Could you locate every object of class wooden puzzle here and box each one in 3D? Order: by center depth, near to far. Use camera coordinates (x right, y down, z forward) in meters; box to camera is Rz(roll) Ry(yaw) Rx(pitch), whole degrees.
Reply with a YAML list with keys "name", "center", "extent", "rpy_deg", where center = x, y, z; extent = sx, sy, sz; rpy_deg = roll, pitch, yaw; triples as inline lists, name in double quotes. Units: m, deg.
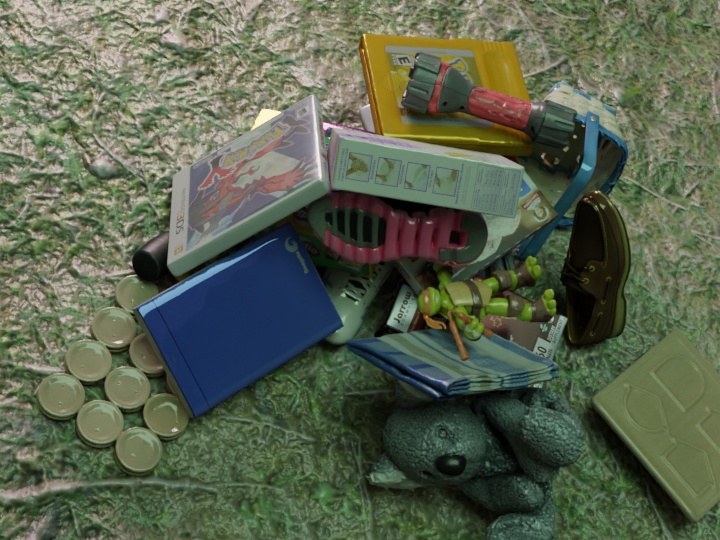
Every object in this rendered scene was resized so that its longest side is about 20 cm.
- name: "wooden puzzle"
  center: [0.386, 0.188, 1.616]
  extent: [0.199, 0.046, 0.186]
  rpy_deg: [-31, 76, -37]

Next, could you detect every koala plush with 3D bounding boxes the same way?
- name: "koala plush"
  center: [0.113, 0.190, 1.439]
  extent: [0.198, 0.179, 0.184]
  rpy_deg: [11, 20, -8]

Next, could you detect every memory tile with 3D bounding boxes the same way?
- name: "memory tile"
  center: [-0.238, 0.110, 1.436]
  extent: [0.153, 0.017, 0.200]
  rpy_deg: [33, 54, 0]

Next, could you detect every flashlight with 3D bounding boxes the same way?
- name: "flashlight"
  center: [0.149, -0.192, 1.539]
  extent: [0.199, 0.068, 0.068]
  rpy_deg: [17, 50, -1]

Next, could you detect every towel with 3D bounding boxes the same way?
- name: "towel"
  center: [0.100, 0.091, 1.411]
  extent: [0.146, 0.024, 0.199]
  rpy_deg: [26, 20, 40]

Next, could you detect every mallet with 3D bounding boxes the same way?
- name: "mallet"
  center: [-0.162, 0.030, 1.495]
  extent: [0.200, 0.041, 0.066]
  rpy_deg: [37, 36, -2]

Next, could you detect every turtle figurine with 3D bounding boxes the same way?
- name: "turtle figurine"
  center: [0.128, 0.037, 1.459]
  extent: [0.160, 0.065, 0.200]
  rpy_deg: [-4, 36, -18]

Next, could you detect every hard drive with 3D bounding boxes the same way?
- name: "hard drive"
  center: [-0.129, 0.051, 1.445]
  extent: [0.199, 0.025, 0.133]
  rpy_deg: [-31, 98, -24]

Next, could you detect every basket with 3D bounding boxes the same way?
- name: "basket"
  center: [0.251, -0.126, 1.666]
  extent: [0.138, 0.177, 0.201]
  rpy_deg: [28, 45, -5]

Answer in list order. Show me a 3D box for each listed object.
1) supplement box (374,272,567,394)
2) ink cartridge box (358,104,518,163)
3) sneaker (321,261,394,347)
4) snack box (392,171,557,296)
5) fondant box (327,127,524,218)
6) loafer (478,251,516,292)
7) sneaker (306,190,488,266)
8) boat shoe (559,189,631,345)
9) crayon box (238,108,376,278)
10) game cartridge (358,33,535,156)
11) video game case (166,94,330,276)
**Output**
- name: "supplement box"
  center: [0.129, 0.066, 1.561]
  extent: [0.199, 0.061, 0.109]
  rpy_deg: [25, 71, -5]
- name: "ink cartridge box"
  center: [0.102, -0.147, 1.639]
  extent: [0.161, 0.050, 0.201]
  rpy_deg: [-23, 55, 1]
- name: "sneaker"
  center: [0.000, 0.000, 1.558]
  extent: [0.072, 0.073, 0.201]
  rpy_deg: [30, 56, -4]
- name: "snack box"
  center: [0.134, -0.039, 1.550]
  extent: [0.199, 0.024, 0.072]
  rpy_deg: [-34, 79, -22]
- name: "fondant box"
  center: [0.065, -0.108, 1.450]
  extent: [0.198, 0.144, 0.059]
  rpy_deg: [8, 99, -6]
- name: "loafer"
  center: [0.136, -0.058, 1.648]
  extent: [0.063, 0.072, 0.201]
  rpy_deg: [-9, 68, -20]
- name: "sneaker"
  center: [0.036, -0.054, 1.462]
  extent: [0.198, 0.080, 0.095]
  rpy_deg: [9, 20, -13]
- name: "boat shoe"
  center: [0.277, 0.003, 1.601]
  extent: [0.067, 0.201, 0.072]
  rpy_deg: [-22, 33, -27]
- name: "crayon box"
  center: [-0.054, -0.093, 1.559]
  extent: [0.199, 0.058, 0.173]
  rpy_deg: [14, 54, 14]
- name: "game cartridge"
  center: [0.106, -0.212, 1.603]
  extent: [0.198, 0.033, 0.177]
  rpy_deg: [-1, 53, -13]
- name: "video game case"
  center: [-0.126, -0.097, 1.477]
  extent: [0.023, 0.199, 0.183]
  rpy_deg: [52, 17, -33]
